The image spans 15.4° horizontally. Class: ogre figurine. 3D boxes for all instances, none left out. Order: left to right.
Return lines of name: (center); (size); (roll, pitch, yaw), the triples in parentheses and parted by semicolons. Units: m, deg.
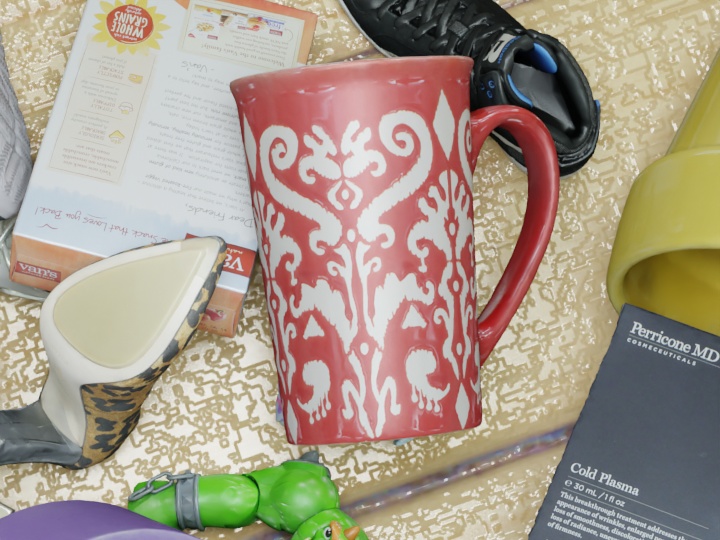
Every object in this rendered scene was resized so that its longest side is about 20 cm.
ogre figurine: (-0.043, 0.186, 1.522); (0.120, 0.098, 0.200); (-31, 48, -4)

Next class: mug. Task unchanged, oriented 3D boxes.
mug: (0.025, -0.012, 1.443); (0.177, 0.133, 0.201); (-5, 89, 1)

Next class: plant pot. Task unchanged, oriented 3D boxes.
plant pot: (0.258, -0.051, 1.521); (0.200, 0.201, 0.189); (19, 68, -2)

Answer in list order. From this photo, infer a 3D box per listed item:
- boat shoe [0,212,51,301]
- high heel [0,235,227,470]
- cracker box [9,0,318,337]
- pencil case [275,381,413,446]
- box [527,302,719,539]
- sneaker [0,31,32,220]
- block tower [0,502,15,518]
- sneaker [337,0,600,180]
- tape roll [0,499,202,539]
boat shoe: (-0.188, -0.014, 1.543); (0.199, 0.070, 0.071); (17, 84, -2)
high heel: (-0.123, 0.041, 1.482); (0.200, 0.142, 0.071); (-40, 73, 21)
cracker box: (-0.111, -0.072, 1.521); (0.134, 0.058, 0.200); (15, 58, -2)
pencil case: (0.000, 0.000, 1.547); (0.090, 0.083, 0.201); (7, 84, -21)
box: (0.206, 0.146, 1.494); (0.200, 0.104, 0.182); (21, 70, 13)
sneaker: (-0.256, -0.093, 1.524); (0.112, 0.078, 0.200); (-20, 49, 3)
block tower: (-0.264, 0.215, 1.526); (0.054, 0.058, 0.200); (26, 86, -1)
sneaker: (0.067, -0.138, 1.548); (0.200, 0.112, 0.073); (41, 83, 1)
tape roll: (-0.139, 0.224, 1.377); (0.200, 0.085, 0.201); (-5, 100, -31)
